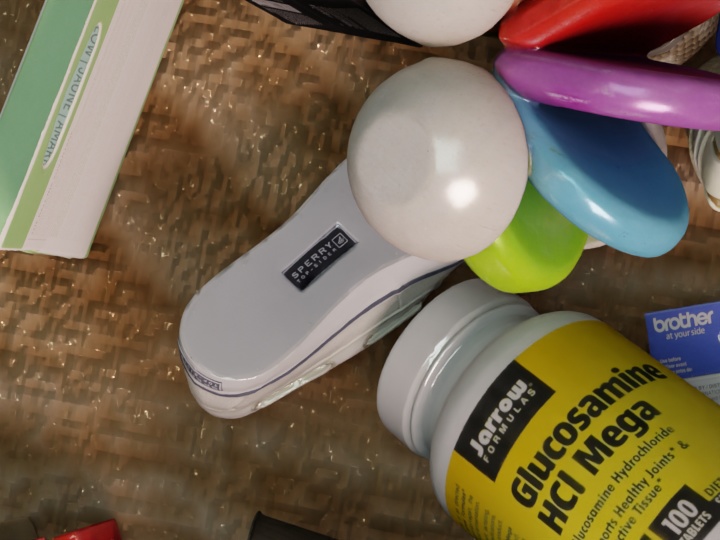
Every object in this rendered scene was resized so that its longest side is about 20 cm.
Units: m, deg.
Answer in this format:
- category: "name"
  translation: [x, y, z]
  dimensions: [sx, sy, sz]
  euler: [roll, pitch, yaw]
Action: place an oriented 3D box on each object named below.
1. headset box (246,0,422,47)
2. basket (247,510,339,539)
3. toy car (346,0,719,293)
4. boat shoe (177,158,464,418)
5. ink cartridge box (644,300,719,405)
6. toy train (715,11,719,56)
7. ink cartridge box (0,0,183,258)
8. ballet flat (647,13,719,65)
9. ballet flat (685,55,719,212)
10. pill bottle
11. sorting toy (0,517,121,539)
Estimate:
- category: "headset box"
  translation: [-0.002, -0.213, 1.138]
  dimensions: [0.077, 0.149, 0.201]
  euler: [12, 89, 15]
- category: "basket"
  translation: [0.037, 0.205, 1.126]
  dimensions: [0.199, 0.136, 0.181]
  euler: [10, 125, 2]
- category: "toy car"
  translation: [0.093, -0.089, 1.064]
  dimensions: [0.150, 0.175, 0.201]
  euler: [3, 94, 36]
- category: "boat shoe"
  translation: [0.000, 0.000, 1.172]
  dimensions: [0.200, 0.070, 0.071]
  euler: [-39, 71, -20]
- category: "ink cartridge box"
  translation: [0.200, 0.108, 1.135]
  dimensions: [0.119, 0.042, 0.201]
  euler: [-11, 88, 32]
- category: "toy train"
  translation: [0.246, -0.074, 1.039]
  dimensions: [0.115, 0.085, 0.200]
  euler: [-18, 43, -25]
- category: "ink cartridge box"
  translation: [-0.133, -0.080, 1.127]
  dimensions: [0.048, 0.200, 0.146]
  euler: [22, 91, 6]
- category: "ballet flat"
  translation: [0.163, -0.188, 1.173]
  dimensions: [0.067, 0.046, 0.201]
  euler: [9, 83, 39]
- category: "ballet flat"
  translation: [0.186, -0.037, 1.099]
  dimensions: [0.062, 0.200, 0.068]
  euler: [-10, 124, -28]
- category: "pill bottle"
  translation: [0.104, 0.089, 1.107]
  dimensions: [0.200, 0.112, 0.113]
  euler: [37, 93, 33]
- category: "sorting toy"
  translation: [-0.133, 0.206, 1.114]
  dimensions: [0.069, 0.200, 0.199]
  euler: [-17, 86, 9]
